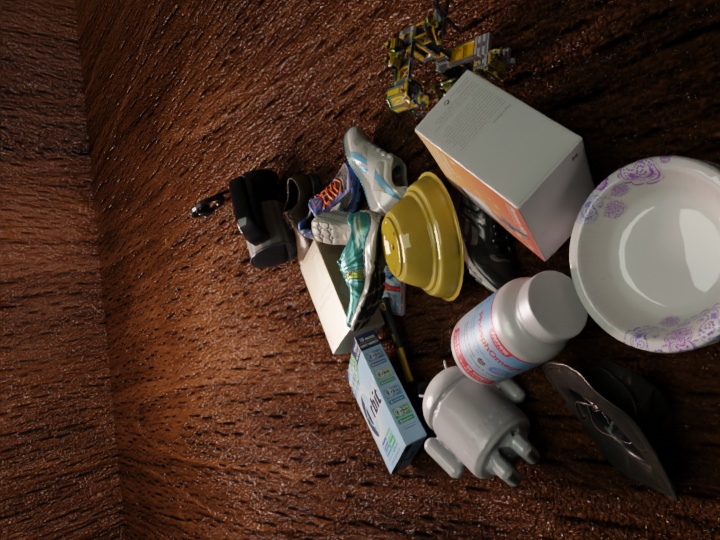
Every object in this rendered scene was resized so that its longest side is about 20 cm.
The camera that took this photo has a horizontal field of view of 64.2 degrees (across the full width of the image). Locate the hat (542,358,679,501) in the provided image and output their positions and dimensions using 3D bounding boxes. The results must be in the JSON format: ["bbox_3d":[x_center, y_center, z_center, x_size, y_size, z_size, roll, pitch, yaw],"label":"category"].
[{"bbox_3d":[0.314,0.165,0.681,0.080,0.202,0.201,-39,51,-7],"label":"hat"}]

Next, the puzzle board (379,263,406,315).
[{"bbox_3d":[0.015,-0.002,1.099,0.198,0.017,0.155,6,97,50],"label":"puzzle board"}]

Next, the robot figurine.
[{"bbox_3d":[0.169,0.221,0.849,0.170,0.113,0.199,-46,49,-5],"label":"robot figurine"}]

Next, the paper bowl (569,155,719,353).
[{"bbox_3d":[0.341,-0.018,0.627,0.198,0.103,0.207,6,98,50],"label":"paper bowl"}]

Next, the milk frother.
[{"bbox_3d":[-0.263,-0.101,1.291,0.198,0.179,0.192,-31,68,30],"label":"milk frother"}]

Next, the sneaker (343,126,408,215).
[{"bbox_3d":[0.035,-0.184,1.026,0.080,0.076,0.203,-38,64,27],"label":"sneaker"}]

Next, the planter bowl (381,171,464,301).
[{"bbox_3d":[0.083,-0.044,0.895,0.200,0.081,0.206,167,90,-78],"label":"planter bowl"}]

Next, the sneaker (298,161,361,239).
[{"bbox_3d":[-0.060,-0.128,1.125,0.202,0.077,0.076,-59,41,35],"label":"sneaker"}]

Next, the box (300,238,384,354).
[{"bbox_3d":[-0.037,0.045,1.081,0.096,0.076,0.203,-57,47,43],"label":"box"}]

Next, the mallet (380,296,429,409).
[{"bbox_3d":[0.077,0.142,1.008,0.065,0.040,0.205,-25,76,49],"label":"mallet"}]

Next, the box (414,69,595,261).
[{"bbox_3d":[0.190,-0.136,0.745,0.106,0.152,0.200,-45,52,4],"label":"box"}]

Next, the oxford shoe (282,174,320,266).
[{"bbox_3d":[-0.131,-0.101,1.219,0.072,0.083,0.206,-3,92,48],"label":"oxford shoe"}]

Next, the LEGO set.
[{"bbox_3d":[0.137,-0.274,0.811,0.114,0.198,0.158,-1,71,48],"label":"LEGO set"}]

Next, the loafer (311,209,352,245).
[{"bbox_3d":[0.002,-0.071,1.041,0.196,0.070,0.071,19,132,27],"label":"loafer"}]

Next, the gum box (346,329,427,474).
[{"bbox_3d":[0.039,0.234,1.014,0.171,0.044,0.202,100,147,-56],"label":"gum box"}]

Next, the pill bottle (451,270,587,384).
[{"bbox_3d":[0.204,0.077,0.755,0.200,0.106,0.111,124,131,-62],"label":"pill bottle"}]

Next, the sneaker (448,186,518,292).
[{"bbox_3d":[0.187,-0.056,0.842,0.088,0.075,0.202,-49,56,34],"label":"sneaker"}]

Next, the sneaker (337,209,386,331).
[{"bbox_3d":[0.000,0.000,0.973,0.078,0.077,0.206,10,95,24],"label":"sneaker"}]
